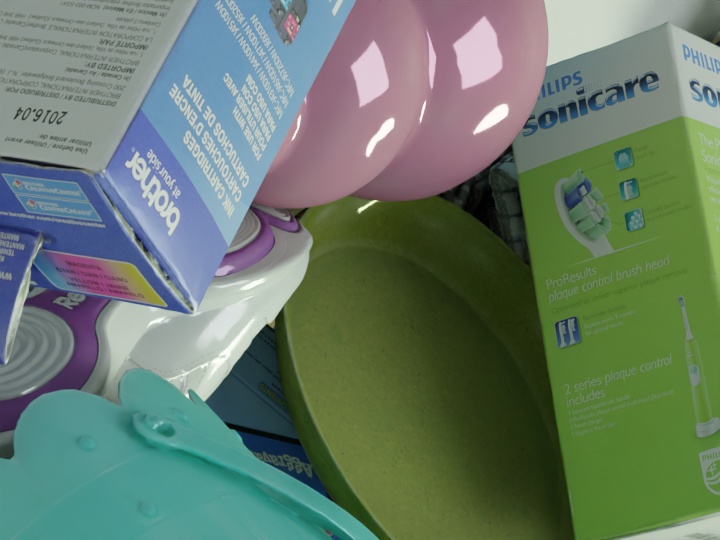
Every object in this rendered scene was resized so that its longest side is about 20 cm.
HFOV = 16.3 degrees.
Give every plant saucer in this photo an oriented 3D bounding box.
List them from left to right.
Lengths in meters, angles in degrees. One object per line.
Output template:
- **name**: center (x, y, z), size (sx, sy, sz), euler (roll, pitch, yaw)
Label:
- **plant saucer**: center (0.033, 0.057, 1.022), size (0.200, 0.031, 0.200), euler (32, 41, -32)

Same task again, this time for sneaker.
- **sneaker**: center (-0.091, 0.035, 0.895), size (0.200, 0.075, 0.100), euler (-37, 146, -46)

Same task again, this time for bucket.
- **bucket**: center (-0.074, 0.150, 0.816), size (0.207, 0.135, 0.207), euler (-37, 152, -24)

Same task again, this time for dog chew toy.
- **dog chew toy**: center (-0.020, -0.079, 0.920), size (0.200, 0.124, 0.125), euler (-17, 117, -50)

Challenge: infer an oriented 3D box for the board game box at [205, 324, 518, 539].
- **board game box**: center (-0.009, 0.109, 1.001), size (0.200, 0.019, 0.103), euler (42, 56, -19)

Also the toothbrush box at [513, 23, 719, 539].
- **toothbrush box**: center (0.146, 0.015, 1.053), size (0.146, 0.086, 0.200), euler (14, 64, -54)

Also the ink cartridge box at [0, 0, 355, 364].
- **ink cartridge box**: center (-0.089, -0.069, 0.759), size (0.200, 0.136, 0.076), euler (-63, 145, -27)

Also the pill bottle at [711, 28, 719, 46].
- **pill bottle**: center (0.241, -0.090, 1.431), size (0.200, 0.111, 0.111), euler (-58, 148, -34)

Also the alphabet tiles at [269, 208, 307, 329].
- **alphabet tiles**: center (0.000, 0.000, 1.112), size (0.200, 0.006, 0.167), euler (-39, 134, -52)

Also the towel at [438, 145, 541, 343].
- **towel**: center (0.086, 0.018, 1.192), size (0.166, 0.085, 0.200), euler (-33, 127, -48)
